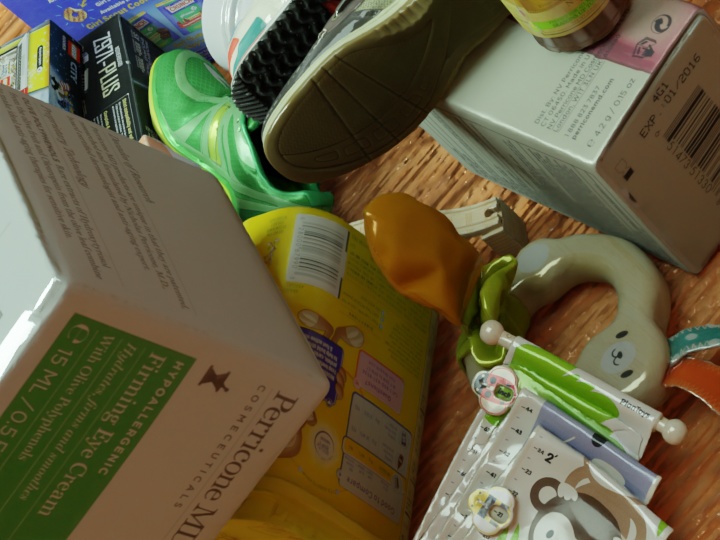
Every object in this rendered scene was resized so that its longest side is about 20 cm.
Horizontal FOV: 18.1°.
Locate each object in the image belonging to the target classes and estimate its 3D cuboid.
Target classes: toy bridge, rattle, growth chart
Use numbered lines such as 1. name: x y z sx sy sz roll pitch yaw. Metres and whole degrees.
1. toy bridge: 0.000 0.000 1.369 0.199 0.067 0.027 -22 51 26
2. rattle: 0.117 0.015 1.218 0.130 0.143 0.200 -37 32 -19
3. growth chart: 0.091 0.143 1.185 0.144 0.018 0.201 22 88 21

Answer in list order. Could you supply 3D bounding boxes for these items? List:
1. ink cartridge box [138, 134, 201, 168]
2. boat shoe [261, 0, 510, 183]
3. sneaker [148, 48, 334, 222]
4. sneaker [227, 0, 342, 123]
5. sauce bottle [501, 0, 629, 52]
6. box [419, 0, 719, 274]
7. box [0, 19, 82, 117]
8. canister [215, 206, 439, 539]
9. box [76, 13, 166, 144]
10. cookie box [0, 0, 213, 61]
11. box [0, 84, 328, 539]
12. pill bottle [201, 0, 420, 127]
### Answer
1. ink cartridge box: -0.145 0.033 1.326 0.162 0.050 0.200 -53 23 18
2. boat shoe: 0.020 -0.133 1.261 0.201 0.072 0.066 -45 34 6
3. sneaker: -0.069 -0.082 1.460 0.200 0.074 0.084 54 127 34
4. sneaker: -0.012 -0.182 1.330 0.200 0.070 0.094 -48 32 17
5. sauce bottle: 0.070 -0.189 1.159 0.065 0.200 0.065 -20 51 26
6. box: 0.124 -0.100 1.291 0.200 0.128 0.109 29 82 45
7. box: -0.248 -0.056 1.503 0.136 0.038 0.201 -24 50 25
8. canister: -0.025 0.082 1.279 0.086 0.148 0.201 -16 51 37
9. box: -0.187 -0.046 1.537 0.163 0.086 0.200 -33 47 19
10. cookie box: -0.158 -0.223 1.549 0.171 0.200 0.075 -22 51 26
11. box: -0.162 0.049 1.166 0.199 0.171 0.200 -53 39 18
12. pill bottle: -0.006 -0.155 1.445 0.200 0.112 0.112 12 71 44
